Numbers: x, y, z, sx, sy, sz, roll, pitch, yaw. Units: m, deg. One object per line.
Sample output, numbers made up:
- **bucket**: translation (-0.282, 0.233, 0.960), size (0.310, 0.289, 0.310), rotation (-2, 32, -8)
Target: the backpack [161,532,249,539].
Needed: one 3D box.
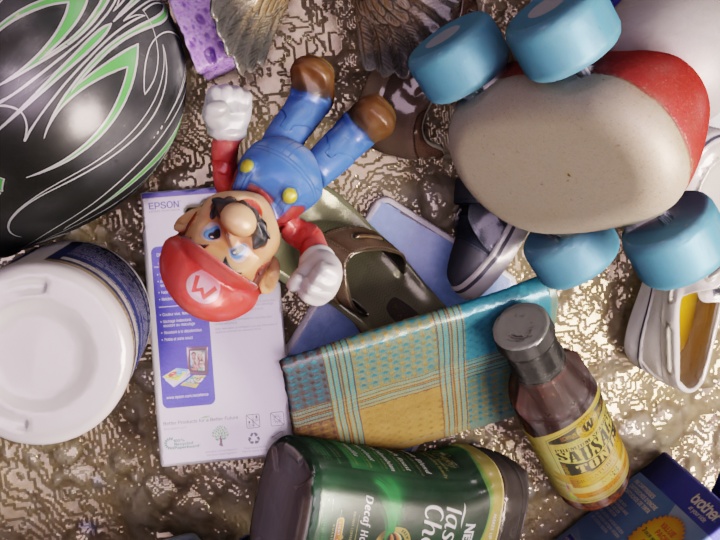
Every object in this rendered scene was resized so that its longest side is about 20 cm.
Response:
- **backpack**: translation (-0.127, 0.294, 0.840), size (0.146, 0.183, 0.201), rotation (24, 96, 16)

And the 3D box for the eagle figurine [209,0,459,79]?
- **eagle figurine**: translation (-0.028, -0.233, 0.794), size (0.151, 0.151, 0.201), rotation (-26, 54, 18)

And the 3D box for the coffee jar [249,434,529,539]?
- **coffee jar**: translation (0.027, 0.176, 0.853), size (0.199, 0.085, 0.105), rotation (7, 101, -32)

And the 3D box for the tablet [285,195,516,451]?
- **tablet**: translation (0.017, 0.059, 0.906), size (0.130, 0.014, 0.201), rotation (31, 93, -8)

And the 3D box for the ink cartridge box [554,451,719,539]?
- **ink cartridge box**: translation (0.218, 0.223, 0.880), size (0.200, 0.136, 0.076), rotation (-38, 103, -1)

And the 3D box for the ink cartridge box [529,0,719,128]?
- **ink cartridge box**: translation (0.206, -0.165, 0.844), size (0.199, 0.043, 0.198), rotation (3, 97, -35)

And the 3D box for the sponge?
- **sponge**: translation (-0.134, -0.231, 0.812), size (0.030, 0.112, 0.201), rotation (-22, 98, -1)

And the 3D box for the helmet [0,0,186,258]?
- **helmet**: translation (-0.210, -0.121, 0.782), size (0.190, 0.200, 0.200), rotation (-38, 98, 12)

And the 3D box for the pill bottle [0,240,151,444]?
- **pill bottle**: translation (-0.198, 0.038, 0.789), size (0.110, 0.200, 0.112), rotation (-1, 97, -5)

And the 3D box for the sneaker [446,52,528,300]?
- **sneaker**: translation (0.100, -0.080, 0.868), size (0.079, 0.078, 0.201), rotation (30, 81, -13)

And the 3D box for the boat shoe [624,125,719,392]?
- **boat shoe**: translation (0.247, -0.002, 0.860), size (0.071, 0.070, 0.201), rotation (-6, 118, -29)

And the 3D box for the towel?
- **towel**: translation (0.044, 0.078, 0.849), size (0.199, 0.022, 0.147), rotation (-15, 139, -9)

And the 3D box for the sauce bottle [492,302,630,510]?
- **sauce bottle**: translation (0.142, 0.100, 0.849), size (0.066, 0.066, 0.200), rotation (-35, 134, -1)

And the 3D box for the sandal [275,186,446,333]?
- **sandal**: translation (0.001, 0.000, 0.854), size (0.201, 0.057, 0.080), rotation (38, 73, -11)

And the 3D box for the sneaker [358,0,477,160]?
- **sneaker**: translation (0.058, -0.177, 0.858), size (0.075, 0.070, 0.201), rotation (21, 104, -3)

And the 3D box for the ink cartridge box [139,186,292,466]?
- **ink cartridge box**: translation (-0.105, 0.039, 0.873), size (0.099, 0.039, 0.201), rotation (-4, 90, -5)

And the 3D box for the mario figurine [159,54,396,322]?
- **mario figurine**: translation (-0.055, -0.054, 0.771), size (0.200, 0.123, 0.106), rotation (-56, 140, -24)

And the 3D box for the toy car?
- **toy car**: translation (0.170, -0.119, 0.755), size (0.200, 0.177, 0.185), rotation (-45, 113, -27)
